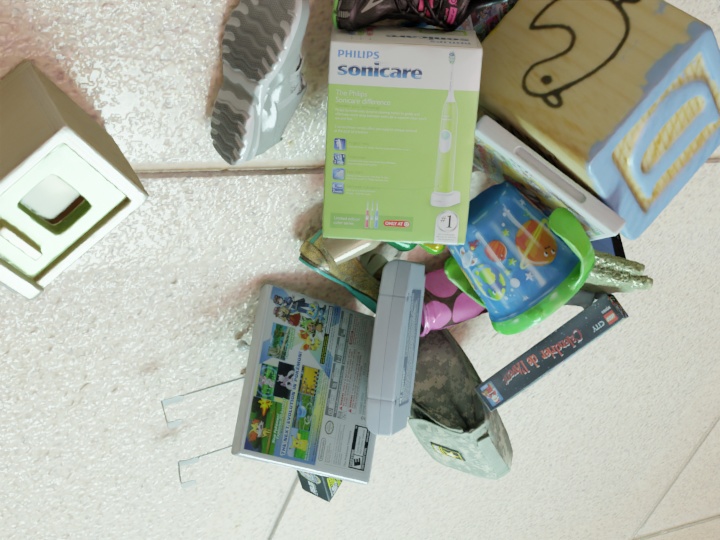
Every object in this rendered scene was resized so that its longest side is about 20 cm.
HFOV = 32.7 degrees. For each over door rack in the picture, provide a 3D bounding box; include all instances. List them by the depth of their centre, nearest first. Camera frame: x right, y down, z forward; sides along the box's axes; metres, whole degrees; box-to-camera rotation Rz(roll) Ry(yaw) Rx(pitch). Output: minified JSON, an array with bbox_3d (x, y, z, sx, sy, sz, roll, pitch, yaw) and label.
[{"bbox_3d":[-0.150,0.161,1.497,0.200,0.067,0.148,-26,143,-18],"label":"over door rack"}]

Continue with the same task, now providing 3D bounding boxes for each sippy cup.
[{"bbox_3d":[0.164,-0.021,1.346,0.178,0.140,0.130,-38,101,21],"label":"sippy cup"}]

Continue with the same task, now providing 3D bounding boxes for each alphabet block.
[{"bbox_3d":[0.257,-0.186,1.315,0.195,0.200,0.196,-48,145,-3],"label":"alphabet block"}]

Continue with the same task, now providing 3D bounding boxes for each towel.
[{"bbox_3d":[0.241,-0.008,1.490,0.200,0.148,0.037,16,82,-7],"label":"towel"}]

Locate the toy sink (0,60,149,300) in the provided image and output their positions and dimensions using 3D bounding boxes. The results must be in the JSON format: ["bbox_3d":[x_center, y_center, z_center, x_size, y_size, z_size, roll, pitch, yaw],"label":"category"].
[{"bbox_3d":[-0.313,-0.060,1.090,0.200,0.112,0.130,-39,143,3],"label":"toy sink"}]

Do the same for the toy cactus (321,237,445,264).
[{"bbox_3d":[0.029,-0.072,1.353,0.165,0.102,0.200,-33,150,-4],"label":"toy cactus"}]

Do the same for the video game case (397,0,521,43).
[{"bbox_3d":[0.089,-0.223,1.318,0.200,0.018,0.143,-28,142,-12],"label":"video game case"}]

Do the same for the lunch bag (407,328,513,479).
[{"bbox_3d":[0.116,0.179,1.622,0.117,0.200,0.164,-34,144,-2],"label":"lunch bag"}]

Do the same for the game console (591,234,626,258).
[{"bbox_3d":[0.323,-0.099,1.565,0.118,0.171,0.200,-24,151,30],"label":"game console"}]

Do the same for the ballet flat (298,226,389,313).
[{"bbox_3d":[0.000,0.000,1.453,0.071,0.071,0.200,-42,143,8],"label":"ballet flat"}]

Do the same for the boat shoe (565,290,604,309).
[{"bbox_3d":[0.313,0.017,1.656,0.200,0.067,0.074,-30,140,-56],"label":"boat shoe"}]

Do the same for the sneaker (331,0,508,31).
[{"bbox_3d":[0.064,-0.273,1.187,0.200,0.084,0.077,-20,140,-21],"label":"sneaker"}]

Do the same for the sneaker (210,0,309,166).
[{"bbox_3d":[-0.087,-0.195,1.178,0.082,0.075,0.200,-23,150,-41],"label":"sneaker"}]

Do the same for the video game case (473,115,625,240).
[{"bbox_3d":[0.190,-0.094,1.337,0.023,0.182,0.200,-53,180,-1],"label":"video game case"}]

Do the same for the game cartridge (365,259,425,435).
[{"bbox_3d":[0.041,0.087,1.427,0.133,0.041,0.201,10,86,-82],"label":"game cartridge"}]

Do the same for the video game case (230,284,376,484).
[{"bbox_3d":[-0.053,0.135,1.441,0.182,0.201,0.022,18,163,-30],"label":"video game case"}]

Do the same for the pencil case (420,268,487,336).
[{"bbox_3d":[0.143,0.025,1.580,0.200,0.094,0.091,-14,95,-25],"label":"pencil case"}]

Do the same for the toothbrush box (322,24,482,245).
[{"bbox_3d":[0.038,-0.135,1.217,0.145,0.086,0.200,2,114,-1],"label":"toothbrush box"}]

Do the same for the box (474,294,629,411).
[{"bbox_3d":[0.245,0.102,1.556,0.200,0.038,0.137,-37,169,11],"label":"box"}]

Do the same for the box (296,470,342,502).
[{"bbox_3d":[-0.030,0.182,1.563,0.160,0.044,0.200,-57,157,-26],"label":"box"}]
